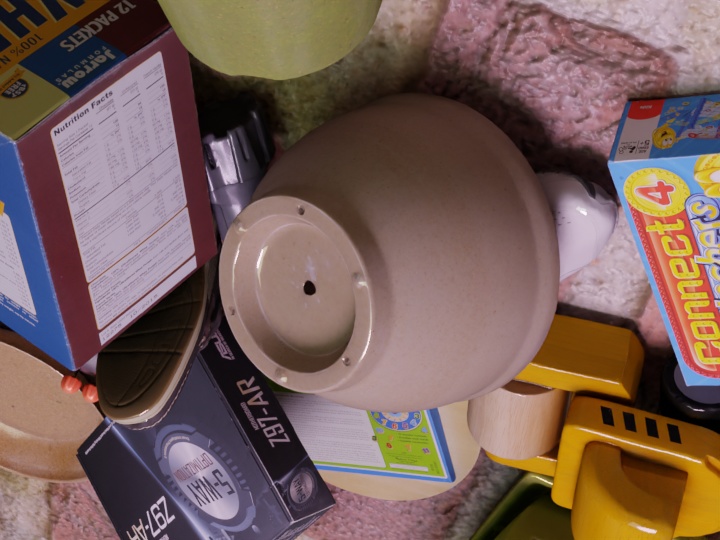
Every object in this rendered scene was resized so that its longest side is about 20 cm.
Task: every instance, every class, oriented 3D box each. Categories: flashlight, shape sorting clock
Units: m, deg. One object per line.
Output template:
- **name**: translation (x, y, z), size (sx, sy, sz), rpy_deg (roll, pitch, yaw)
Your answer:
- **flashlight**: translation (-0.065, -0.025, 1.075), size (0.068, 0.068, 0.200), rpy_deg (-18, 124, -6)
- **shape sorting clock**: translation (-0.001, 0.100, 1.207), size (0.200, 0.039, 0.200), rpy_deg (15, 136, 14)

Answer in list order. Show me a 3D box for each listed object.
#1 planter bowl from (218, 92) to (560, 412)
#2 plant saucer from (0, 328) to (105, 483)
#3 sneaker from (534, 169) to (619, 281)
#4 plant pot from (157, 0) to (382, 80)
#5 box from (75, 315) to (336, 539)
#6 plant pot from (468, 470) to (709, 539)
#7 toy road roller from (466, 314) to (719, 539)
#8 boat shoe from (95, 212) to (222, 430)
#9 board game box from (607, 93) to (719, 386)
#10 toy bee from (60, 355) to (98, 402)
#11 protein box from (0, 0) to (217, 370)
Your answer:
- **planter bowl**: translation (0.000, 0.000, 0.954), size (0.200, 0.135, 0.200), rpy_deg (13, 110, 38)
- **plant saucer**: translation (-0.300, 0.109, 1.367), size (0.200, 0.035, 0.200), rpy_deg (14, 140, 12)
- **sneaker**: translation (0.096, 0.008, 1.022), size (0.075, 0.087, 0.200), rpy_deg (34, 138, -10)
- **plant pot**: translation (-0.056, -0.200, 0.808), size (0.200, 0.200, 0.190), rpy_deg (14, 151, 12)
- **box**: translation (-0.120, 0.152, 1.163), size (0.200, 0.044, 0.160), rpy_deg (-45, 70, 43)
- **plant pot**: translation (0.160, 0.276, 1.213), size (0.199, 0.182, 0.200), rpy_deg (25, 140, -2)
- **toy road roller**: translation (0.162, 0.126, 1.073), size (0.200, 0.146, 0.123), rpy_deg (14, 139, 11)
- **boat shoe**: translation (-0.124, 0.028, 1.068), size (0.072, 0.201, 0.066), rpy_deg (-9, 139, 19)
- **board game box**: translation (0.269, -0.017, 0.933), size (0.196, 0.056, 0.200), rpy_deg (-3, 133, 29)
- **toy bee**: translation (-0.181, 0.041, 1.179), size (0.131, 0.109, 0.200), rpy_deg (6, 137, 17)
- **protein box**: translation (-0.214, -0.084, 0.986), size (0.199, 0.135, 0.200), rpy_deg (30, 145, 27)
